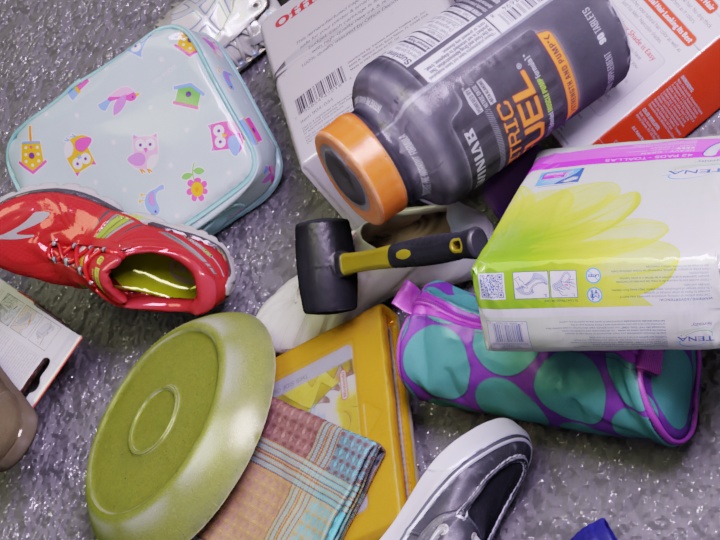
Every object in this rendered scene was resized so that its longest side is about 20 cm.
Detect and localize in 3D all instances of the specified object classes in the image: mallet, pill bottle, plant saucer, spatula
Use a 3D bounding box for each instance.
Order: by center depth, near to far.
[{"bbox_3d":[0.068,-0.112,1.153,0.200,0.107,0.106,-36,45,-14],"label":"pill bottle"},{"bbox_3d":[0.017,-0.019,1.156,0.200,0.041,0.066,-22,76,57],"label":"mallet"},{"bbox_3d":[0.142,-0.019,1.219,0.057,0.020,0.200,-49,48,15],"label":"spatula"},{"bbox_3d":[-0.137,0.112,1.280,0.200,0.031,0.201,-35,37,32],"label":"plant saucer"}]

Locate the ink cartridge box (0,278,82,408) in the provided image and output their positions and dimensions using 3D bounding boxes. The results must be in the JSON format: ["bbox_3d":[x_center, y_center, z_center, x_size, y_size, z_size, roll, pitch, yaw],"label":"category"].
[{"bbox_3d":[-0.296,0.068,1.450,0.200,0.050,0.109,28,80,41],"label":"ink cartridge box"}]

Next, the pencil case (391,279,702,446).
[{"bbox_3d":[0.119,0.055,1.139,0.199,0.093,0.085,6,56,39],"label":"pencil case"}]

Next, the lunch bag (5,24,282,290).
[{"bbox_3d":[-0.168,-0.080,1.404,0.199,0.077,0.161,-33,84,17],"label":"lunch bag"}]

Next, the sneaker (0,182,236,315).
[{"bbox_3d":[-0.190,-0.012,1.327,0.199,0.085,0.078,10,108,3],"label":"sneaker"}]

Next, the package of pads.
[{"bbox_3d":[0.166,-0.017,1.093,0.153,0.069,0.200,-2,24,20],"label":"package of pads"}]

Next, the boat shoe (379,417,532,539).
[{"bbox_3d":[0.050,0.180,1.110,0.200,0.072,0.068,-45,47,-18],"label":"boat shoe"}]

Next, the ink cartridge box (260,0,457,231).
[{"bbox_3d":[0.017,-0.145,1.321,0.145,0.084,0.201,-33,37,13],"label":"ink cartridge box"}]

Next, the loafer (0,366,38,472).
[{"bbox_3d":[-0.317,0.078,1.377,0.200,0.067,0.076,32,83,42],"label":"loafer"}]

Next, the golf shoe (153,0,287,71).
[{"bbox_3d":[-0.107,-0.197,1.472,0.097,0.078,0.201,7,68,31],"label":"golf shoe"}]

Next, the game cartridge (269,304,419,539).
[{"bbox_3d":[-0.051,0.136,1.235,0.199,0.032,0.177,-27,50,26],"label":"game cartridge"}]

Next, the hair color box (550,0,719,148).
[{"bbox_3d":[0.208,-0.157,1.233,0.200,0.064,0.111,-40,48,9],"label":"hair color box"}]

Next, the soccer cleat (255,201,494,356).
[{"bbox_3d":[0.000,0.000,1.268,0.199,0.078,0.070,-24,51,21],"label":"soccer cleat"}]

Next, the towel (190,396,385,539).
[{"bbox_3d":[-0.076,0.185,1.194,0.146,0.022,0.201,18,79,47],"label":"towel"}]

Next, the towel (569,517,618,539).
[{"bbox_3d":[0.104,0.258,1.059,0.200,0.050,0.148,-38,41,9],"label":"towel"}]
